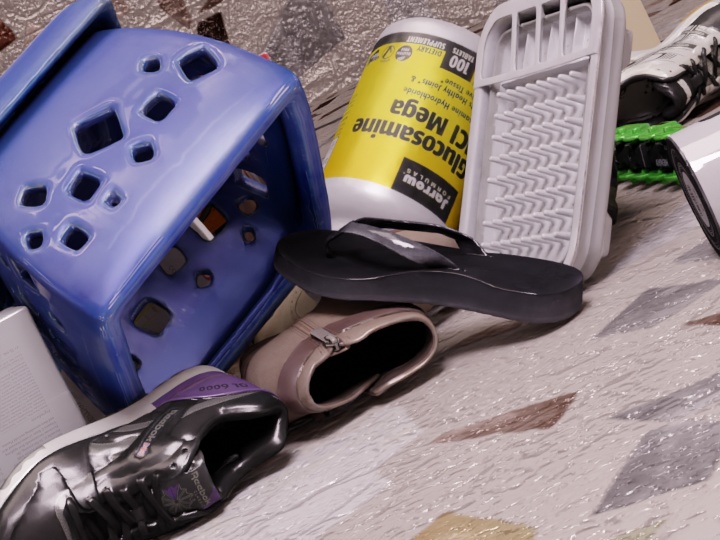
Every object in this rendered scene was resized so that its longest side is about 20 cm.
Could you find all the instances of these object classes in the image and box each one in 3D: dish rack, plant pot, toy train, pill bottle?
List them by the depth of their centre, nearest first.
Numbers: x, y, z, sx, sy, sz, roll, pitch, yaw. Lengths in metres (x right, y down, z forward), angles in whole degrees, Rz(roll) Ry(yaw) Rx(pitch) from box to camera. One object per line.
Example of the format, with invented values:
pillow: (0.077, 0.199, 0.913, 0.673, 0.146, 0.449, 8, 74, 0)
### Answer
plant pot: (-0.150, -0.040, 1.377, 0.200, 0.179, 0.200, -51, -22, -19)
dish rack: (0.122, -0.081, 1.432, 0.043, 0.202, 0.171, 10, -7, -23)
pill bottle: (0.030, -0.066, 1.545, 0.112, 0.112, 0.201, -13, 48, 55)
toy train: (0.213, -0.088, 1.601, 0.056, 0.042, 0.200, -17, 7, -13)

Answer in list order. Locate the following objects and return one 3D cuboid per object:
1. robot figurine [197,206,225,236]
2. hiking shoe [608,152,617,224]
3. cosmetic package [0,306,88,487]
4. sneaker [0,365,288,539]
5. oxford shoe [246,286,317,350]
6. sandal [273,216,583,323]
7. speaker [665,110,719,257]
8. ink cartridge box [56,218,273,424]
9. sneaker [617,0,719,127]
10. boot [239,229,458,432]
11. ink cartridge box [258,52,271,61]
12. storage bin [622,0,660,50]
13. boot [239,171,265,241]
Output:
robot figurine: (-0.130, -0.064, 1.674, 0.144, 0.058, 0.200, -5, -41, -48)
hiking shoe: (0.144, -0.090, 1.554, 0.075, 0.102, 0.200, 7, 9, -13)
cosmetic package: (-0.254, 0.134, 1.303, 0.199, 0.152, 0.052, -29, 8, -19)
sneaker: (-0.129, 0.122, 1.274, 0.200, 0.076, 0.087, -37, 26, -27)
oxford shoe: (0.000, 0.000, 1.610, 0.200, 0.071, 0.075, -44, 53, -5)
sandal: (0.042, -0.009, 1.351, 0.198, 0.043, 0.076, 7, 23, 22)
speaker: (0.279, -0.083, 1.250, 0.199, 0.082, 0.081, -26, 9, 2)
ink cartridge box: (-0.168, 0.036, 1.537, 0.200, 0.129, 0.125, -46, 15, -17)
sneaker: (0.265, -0.155, 1.776, 0.199, 0.076, 0.088, -29, 24, 7)
boot: (0.011, 0.035, 1.391, 0.199, 0.071, 0.146, -35, 15, -18)
ink cartridge box: (-0.105, -0.059, 1.804, 0.175, 0.201, 0.045, -18, 12, 43)
storage bin: (0.158, -0.180, 2.100, 0.199, 0.094, 0.198, -34, 11, -37)
boot: (-0.134, 0.008, 1.654, 0.198, 0.187, 0.064, -22, 39, 6)
